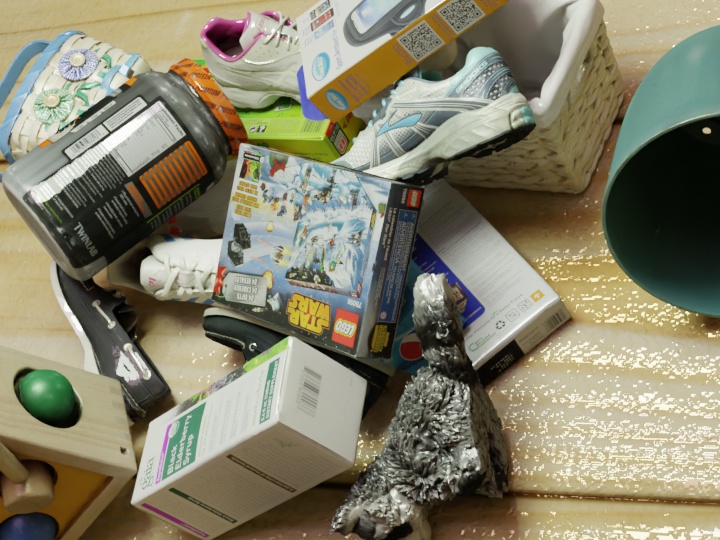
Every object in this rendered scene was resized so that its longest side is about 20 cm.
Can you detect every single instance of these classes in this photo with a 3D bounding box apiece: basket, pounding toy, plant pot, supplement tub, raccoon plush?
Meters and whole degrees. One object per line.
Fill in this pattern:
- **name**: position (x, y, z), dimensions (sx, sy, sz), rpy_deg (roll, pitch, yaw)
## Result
- **basket**: position (0.113, -0.154, 1.446), dimensions (0.200, 0.123, 0.136), rpy_deg (8, 60, 33)
- **basket**: position (-0.296, -0.155, 1.670), dimensions (0.200, 0.139, 0.176), rpy_deg (6, 59, 33)
- **pounding toy**: position (-0.289, 0.152, 1.347), dimensions (0.200, 0.184, 0.142), rpy_deg (-48, 40, 28)
- **plant pot**: position (0.286, -0.089, 1.255), dimensions (0.200, 0.201, 0.161), rpy_deg (-12, 39, 22)
- **supplement tub**: position (-0.206, -0.093, 1.487), dimensions (0.200, 0.123, 0.123), rpy_deg (-38, 45, -13)
- **raccoon plush**: position (0.032, 0.115, 1.283), dimensions (0.134, 0.097, 0.200), rpy_deg (-16, 72, 18)

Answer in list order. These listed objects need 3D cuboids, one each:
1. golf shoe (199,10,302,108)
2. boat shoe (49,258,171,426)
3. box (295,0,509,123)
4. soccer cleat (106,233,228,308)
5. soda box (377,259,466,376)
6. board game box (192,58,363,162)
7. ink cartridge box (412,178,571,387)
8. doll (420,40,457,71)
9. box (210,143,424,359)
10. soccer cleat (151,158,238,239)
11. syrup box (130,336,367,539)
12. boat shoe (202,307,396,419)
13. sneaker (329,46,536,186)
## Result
- **golf shoe**: position (-0.060, -0.198, 1.537), dimensions (0.200, 0.092, 0.075), rpy_deg (-3, 53, 26)
- **boat shoe**: position (-0.226, 0.053, 1.515), dimensions (0.060, 0.074, 0.200), rpy_deg (-32, 49, 4)
- **box**: position (0.021, -0.205, 1.360), dimensions (0.200, 0.041, 0.119), rpy_deg (-32, 38, 18)
- **soccer cleat**: position (-0.141, 0.006, 1.486), dimensions (0.200, 0.086, 0.070), rpy_deg (4, 100, 38)
- **soda box**: position (0.000, 0.000, 1.389), dimensions (0.064, 0.068, 0.200), rpy_deg (-52, 45, 13)
- **board game box**: position (-0.093, -0.152, 1.615), dimensions (0.200, 0.048, 0.102), rpy_deg (3, 57, 31)
- **ink cartridge box**: position (0.082, 0.004, 1.401), dimensions (0.095, 0.037, 0.200), rpy_deg (-39, 48, -1)
- **doll**: position (0.062, -0.250, 1.430), dimensions (0.136, 0.048, 0.200), rpy_deg (-15, 50, 21)
- **box**: position (-0.038, -0.019, 1.341), dimensions (0.200, 0.040, 0.137), rpy_deg (19, 99, 49)
- **soccer cleat**: position (-0.144, -0.066, 1.570), dimensions (0.200, 0.069, 0.078), rpy_deg (-1, 50, 21)
- **syrup box**: position (-0.090, 0.136, 1.313), dimensions (0.200, 0.081, 0.079), rpy_deg (-31, 37, 41)
- **boat shoe**: position (-0.062, 0.081, 1.400), dimensions (0.199, 0.075, 0.066), rpy_deg (15, 80, 32)
- **sneaker**: position (0.046, -0.117, 1.356), dimensions (0.200, 0.078, 0.086), rpy_deg (-22, 81, 30)
